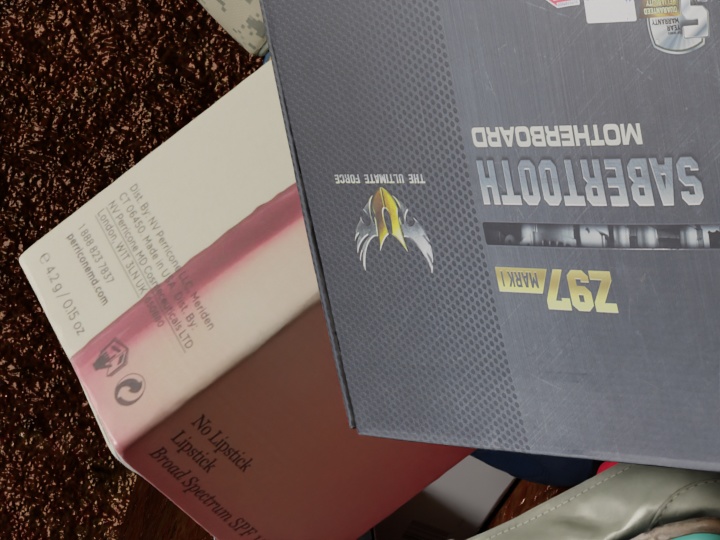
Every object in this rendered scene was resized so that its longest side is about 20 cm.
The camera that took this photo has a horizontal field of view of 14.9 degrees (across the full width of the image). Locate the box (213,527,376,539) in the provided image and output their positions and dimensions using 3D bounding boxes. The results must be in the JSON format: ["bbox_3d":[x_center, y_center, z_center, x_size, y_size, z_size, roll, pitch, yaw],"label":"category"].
[{"bbox_3d":[-0.028,0.168,1.277,0.200,0.049,0.159,147,116,-78],"label":"box"}]

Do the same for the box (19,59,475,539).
[{"bbox_3d":[0.000,0.000,1.002,0.200,0.128,0.109,-37,49,6],"label":"box"}]

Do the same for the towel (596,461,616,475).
[{"bbox_3d":[0.078,0.152,0.897,0.145,0.022,0.201,152,136,-77],"label":"towel"}]

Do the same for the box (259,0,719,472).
[{"bbox_3d":[0.059,-0.028,0.776,0.199,0.051,0.159,3,109,51],"label":"box"}]

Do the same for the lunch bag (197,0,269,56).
[{"bbox_3d":[-0.018,-0.201,0.999,0.200,0.168,0.139,-41,-5,-24],"label":"lunch bag"}]

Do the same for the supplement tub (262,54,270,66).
[{"bbox_3d":[0.023,-0.101,1.407,0.145,0.144,0.201,132,156,-70],"label":"supplement tub"}]

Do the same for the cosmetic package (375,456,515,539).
[{"bbox_3d":[0.061,0.020,1.220,0.200,0.051,0.151,118,169,-51],"label":"cosmetic package"}]

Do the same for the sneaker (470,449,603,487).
[{"bbox_3d":[0.021,0.042,1.091,0.200,0.078,0.066,31,127,50],"label":"sneaker"}]

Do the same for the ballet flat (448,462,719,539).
[{"bbox_3d":[0.046,0.104,0.835,0.199,0.068,0.064,-25,26,26],"label":"ballet flat"}]
